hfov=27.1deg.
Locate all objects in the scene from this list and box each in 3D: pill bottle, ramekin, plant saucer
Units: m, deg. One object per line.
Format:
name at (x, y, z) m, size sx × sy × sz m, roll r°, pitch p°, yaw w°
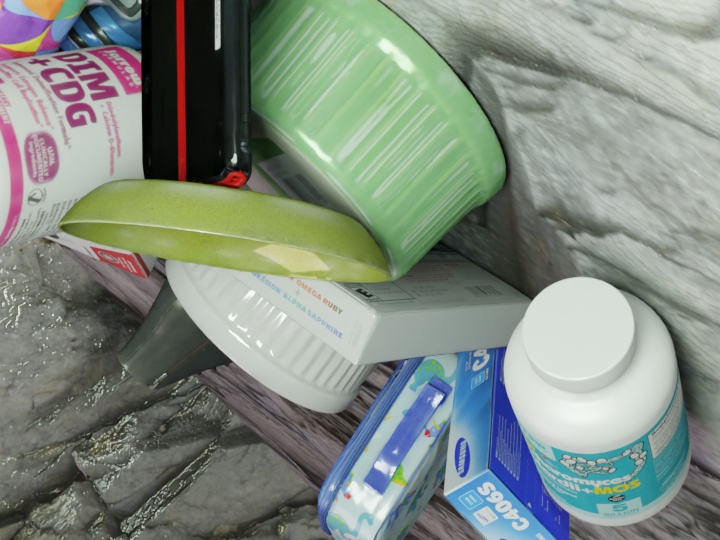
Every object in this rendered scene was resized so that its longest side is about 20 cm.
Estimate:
pill bottle at (-0.189, -0.086, 0.978) m, size 0.113 × 0.199 × 0.115 m, roll 15°, pitch 113°, yaw 40°
ramekin at (-0.055, 0.011, 1.249) m, size 0.199 × 0.105 × 0.200 m, roll 38°, pitch -166°, yaw -11°
plant saucer at (-0.077, -0.024, 0.879) m, size 0.197 × 0.032 × 0.200 m, roll 8°, pitch 175°, yaw 1°
pill bottle at (0.155, 0.083, 0.978) m, size 0.110 × 0.111 × 0.201 m, roll 34°, pitch 165°, yaw 31°
ramekin at (-0.013, -0.086, 0.955) m, size 0.199 × 0.098 × 0.200 m, roll 40°, pitch 166°, yaw 11°

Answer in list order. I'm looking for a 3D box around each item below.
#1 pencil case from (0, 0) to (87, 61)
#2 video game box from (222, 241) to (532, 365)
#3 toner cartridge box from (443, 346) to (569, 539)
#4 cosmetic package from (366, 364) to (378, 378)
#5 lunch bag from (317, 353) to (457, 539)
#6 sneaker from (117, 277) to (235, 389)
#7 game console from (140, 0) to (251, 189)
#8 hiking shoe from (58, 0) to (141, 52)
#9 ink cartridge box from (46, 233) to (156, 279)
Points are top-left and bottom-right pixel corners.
pencil case at (-0.196, -0.209, 0.943) m, size 0.088 × 0.089 × 0.200 m, roll 42°, pitch 133°, yaw -3°
video game box at (0.000, 0.000, 1.084) m, size 0.182 × 0.047 × 0.199 m, roll 37°, pitch -157°, yaw 32°
toner cartridge box at (0.112, 0.120, 1.110) m, size 0.095 × 0.043 × 0.201 m, roll 46°, pitch -152°, yaw -20°
cosmetic package at (-0.060, 0.017, 1.485) m, size 0.199 × 0.073 × 0.104 m, roll 33°, pitch 163°, yaw 33°
lunch bag at (0.039, 0.167, 1.390) m, size 0.082 × 0.201 × 0.161 m, roll 31°, pitch 167°, yaw 12°
sneaker at (-0.131, 0.060, 1.346) m, size 0.199 × 0.106 × 0.075 m, roll 25°, pitch -159°, yaw -53°
game console at (-0.094, -0.143, 0.878) m, size 0.031 × 0.203 × 0.176 m, roll 0°, pitch 178°, yaw -24°
hiking shoe at (-0.189, -0.173, 1.076) m, size 0.197 × 0.088 × 0.075 m, roll 5°, pitch -156°, yaw 5°
ink cartridge box at (-0.257, -0.084, 1.221) m, size 0.198 × 0.085 × 0.144 m, roll 23°, pitch 165°, yaw 9°
